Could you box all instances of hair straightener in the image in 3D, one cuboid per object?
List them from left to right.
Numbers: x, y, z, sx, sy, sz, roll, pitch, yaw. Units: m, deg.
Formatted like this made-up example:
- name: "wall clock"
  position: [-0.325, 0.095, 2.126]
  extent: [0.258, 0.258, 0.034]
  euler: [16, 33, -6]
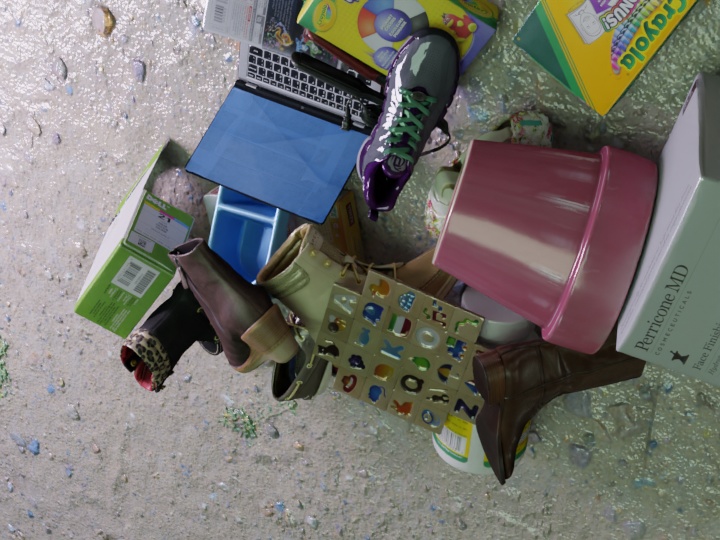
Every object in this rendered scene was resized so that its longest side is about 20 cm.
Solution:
- name: "hair straightener"
  position: [0.010, -0.178, 1.378]
  extent: [0.198, 0.041, 0.077]
  euler: [28, 118, -20]

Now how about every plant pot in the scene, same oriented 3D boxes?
- name: "plant pot"
  position: [0.172, -0.040, 1.266]
  extent: [0.177, 0.201, 0.202]
  euler: [18, 126, 2]

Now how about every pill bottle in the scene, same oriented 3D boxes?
- name: "pill bottle"
  position: [0.143, 0.118, 1.457]
  extent: [0.112, 0.113, 0.202]
  euler: [19, 125, 22]

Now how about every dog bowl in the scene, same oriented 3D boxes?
- name: "dog bowl"
  position: [-0.119, -0.064, 1.506]
  extent: [0.110, 0.049, 0.203]
  euler: [16, 98, 30]

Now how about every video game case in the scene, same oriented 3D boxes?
- name: "video game case"
  position: [-0.076, -0.331, 1.379]
  extent: [0.180, 0.023, 0.202]
  euler: [21, 114, 21]

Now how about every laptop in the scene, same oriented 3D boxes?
- name: "laptop"
  position: [-0.083, -0.189, 1.425]
  extent: [0.185, 0.116, 0.202]
  euler: [22, 126, 20]

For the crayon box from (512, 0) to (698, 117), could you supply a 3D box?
- name: "crayon box"
  position: [0.246, -0.258, 1.214]
  extent: [0.119, 0.058, 0.201]
  euler: [41, 130, 7]

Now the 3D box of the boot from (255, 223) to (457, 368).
- name: "boot"
  position: [0.000, 0.000, 1.431]
  extent: [0.199, 0.073, 0.156]
  euler: [-35, 115, 19]

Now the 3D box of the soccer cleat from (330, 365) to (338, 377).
- name: "soccer cleat"
  position: [0.029, 0.098, 1.550]
  extent: [0.199, 0.085, 0.071]
  euler: [-6, 84, 57]

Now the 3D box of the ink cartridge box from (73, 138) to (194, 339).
- name: "ink cartridge box"
  position: [-0.264, -0.042, 1.596]
  extent: [0.075, 0.201, 0.148]
  euler: [30, 133, -16]

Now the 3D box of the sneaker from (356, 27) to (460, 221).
- name: "sneaker"
  position: [0.052, -0.144, 1.317]
  extent: [0.073, 0.088, 0.201]
  euler: [13, 129, -11]

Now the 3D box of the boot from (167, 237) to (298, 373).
- name: "boot"
  position: [-0.152, 0.034, 1.466]
  extent: [0.167, 0.072, 0.200]
  euler: [49, 161, -11]

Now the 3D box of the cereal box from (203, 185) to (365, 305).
- name: "cereal box"
  position: [-0.089, -0.028, 1.569]
  extent: [0.198, 0.040, 0.146]
  euler: [4, 117, 31]

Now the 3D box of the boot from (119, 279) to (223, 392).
- name: "boot"
  position: [-0.224, 0.085, 1.616]
  extent: [0.073, 0.151, 0.201]
  euler: [34, 154, 13]

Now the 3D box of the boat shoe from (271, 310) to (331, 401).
- name: "boat shoe"
  position: [-0.062, 0.077, 1.538]
  extent: [0.072, 0.059, 0.202]
  euler: [48, 138, 33]

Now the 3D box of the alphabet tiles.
- name: "alphabet tiles"
  position: [0.049, 0.090, 1.406]
  extent: [0.198, 0.006, 0.168]
  euler: [23, 125, 8]

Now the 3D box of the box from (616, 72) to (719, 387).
- name: "box"
  position: [0.328, -0.035, 1.181]
  extent: [0.129, 0.201, 0.201]
  euler: [18, 126, 1]

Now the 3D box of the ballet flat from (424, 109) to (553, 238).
- name: "ballet flat"
  position: [0.119, -0.105, 1.371]
  extent: [0.200, 0.063, 0.076]
  euler: [-44, 54, 36]

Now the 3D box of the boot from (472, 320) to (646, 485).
- name: "boot"
  position: [0.222, 0.132, 1.387]
  extent: [0.064, 0.198, 0.188]
  euler: [-121, 18, -47]

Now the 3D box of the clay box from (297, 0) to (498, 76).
- name: "clay box"
  position: [0.026, -0.263, 1.310]
  extent: [0.198, 0.048, 0.115]
  euler: [27, 131, -16]
